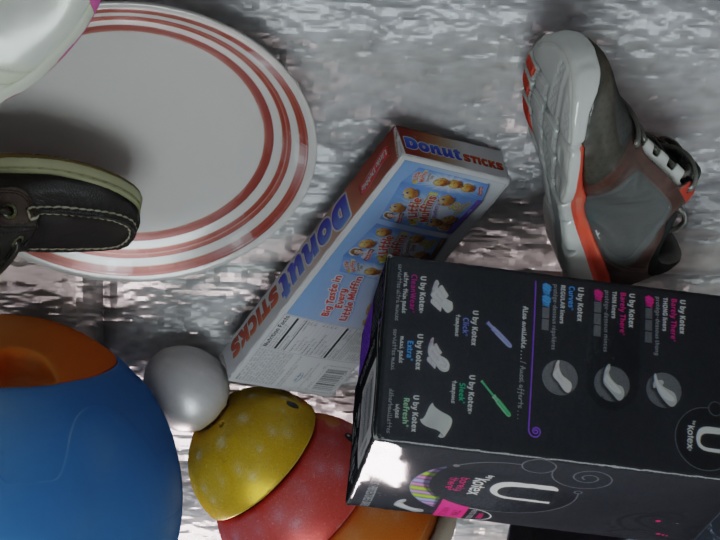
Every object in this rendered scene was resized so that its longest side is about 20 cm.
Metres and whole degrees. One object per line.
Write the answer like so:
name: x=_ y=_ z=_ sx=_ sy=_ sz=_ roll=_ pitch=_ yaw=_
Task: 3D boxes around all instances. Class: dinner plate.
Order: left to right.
dinner plate: x=-0.121 y=-0.068 z=1.129 sx=0.198 sy=0.024 sz=0.201 roll=-2 pitch=136 yaw=-2

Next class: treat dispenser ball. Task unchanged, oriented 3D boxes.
treat dispenser ball: x=-0.197 y=0.125 z=1.198 sx=0.199 sy=0.202 sz=0.202 roll=-2 pitch=137 yaw=-2

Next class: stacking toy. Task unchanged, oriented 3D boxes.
stacking toy: x=-0.052 y=0.119 z=1.276 sx=0.146 sy=0.147 sz=0.200 roll=-33 pitch=114 yaw=27

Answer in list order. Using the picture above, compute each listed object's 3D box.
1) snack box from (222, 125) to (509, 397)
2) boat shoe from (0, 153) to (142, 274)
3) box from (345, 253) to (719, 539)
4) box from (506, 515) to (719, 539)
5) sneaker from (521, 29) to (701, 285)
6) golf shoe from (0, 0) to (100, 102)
snack box: x=0.000 y=0.000 z=1.201 sx=0.071 sy=0.024 sz=0.200 roll=12 pitch=135 yaw=-30
boat shoe: x=-0.203 y=-0.020 z=1.087 sx=0.198 sy=0.065 sz=0.073 roll=3 pitch=154 yaw=-26
box: x=0.099 y=0.072 z=1.162 sx=0.198 sy=0.107 sz=0.122 roll=7 pitch=157 yaw=-4
box: x=0.221 y=0.187 z=1.311 sx=0.199 sy=0.118 sz=0.197 roll=-26 pitch=116 yaw=29
sneaker: x=0.134 y=-0.060 z=1.131 sx=0.081 sy=0.078 sz=0.201 roll=-16 pitch=147 yaw=-1
golf shoe: x=-0.216 y=-0.109 z=1.022 sx=0.199 sy=0.076 sz=0.091 roll=-23 pitch=170 yaw=17
